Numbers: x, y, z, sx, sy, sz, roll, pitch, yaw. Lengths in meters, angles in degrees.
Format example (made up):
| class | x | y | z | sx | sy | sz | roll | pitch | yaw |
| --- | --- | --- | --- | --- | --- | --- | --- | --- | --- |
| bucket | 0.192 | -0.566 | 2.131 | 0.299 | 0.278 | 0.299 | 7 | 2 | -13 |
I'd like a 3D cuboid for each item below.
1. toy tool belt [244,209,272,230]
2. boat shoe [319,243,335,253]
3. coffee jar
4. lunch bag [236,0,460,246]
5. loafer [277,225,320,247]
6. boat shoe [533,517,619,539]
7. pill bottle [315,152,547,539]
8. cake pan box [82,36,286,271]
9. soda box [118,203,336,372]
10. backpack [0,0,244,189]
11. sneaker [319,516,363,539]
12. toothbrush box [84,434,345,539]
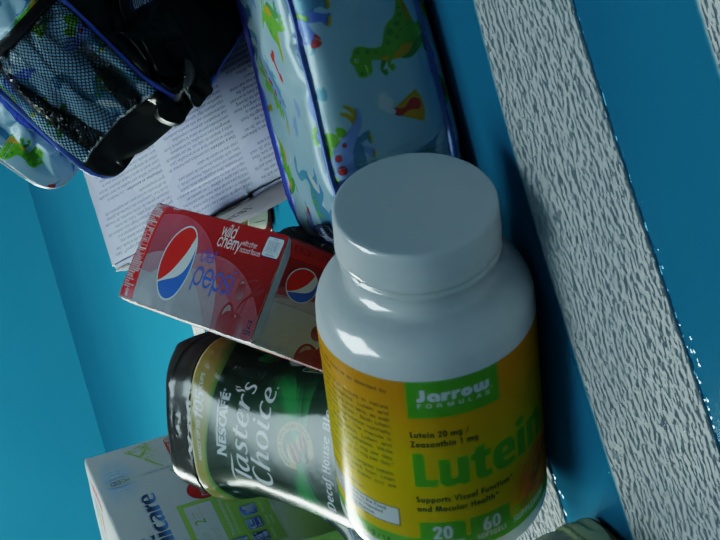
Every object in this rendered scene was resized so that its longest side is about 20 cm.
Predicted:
| class | x | y | z | sx | sy | sz | roll | pitch | yaw |
| --- | --- | --- | --- | --- | --- | --- | --- | --- | --- |
| toy tool belt | -0.150 | -0.106 | 2.053 | 0.125 | 0.123 | 0.200 | 171 | 82 | -78 |
| boat shoe | 0.006 | 0.002 | 1.657 | 0.202 | 0.075 | 0.075 | -145 | 69 | -78 |
| coffee jar | -0.028 | 0.093 | 1.654 | 0.200 | 0.085 | 0.104 | 9 | 107 | 45 |
| lunch bag | -0.011 | -0.111 | 1.519 | 0.161 | 0.082 | 0.200 | -160 | 56 | -79 |
| loafer | -0.043 | 0.033 | 1.874 | 0.200 | 0.072 | 0.073 | -135 | 32 | -65 |
| boat shoe | 0.114 | 0.171 | 1.353 | 0.200 | 0.066 | 0.074 | -164 | 58 | -76 |
| pill bottle | 0.035 | 0.043 | 1.431 | 0.111 | 0.111 | 0.200 | -120 | 17 | -48 |
| cake pan box | -0.100 | -0.117 | 1.704 | 0.200 | 0.052 | 0.184 | -28 | 74 | 33 |
| soda box | -0.062 | 0.009 | 1.582 | 0.200 | 0.070 | 0.063 | 16 | 86 | 63 |
| backpack | -0.178 | -0.156 | 1.584 | 0.200 | 0.147 | 0.183 | 45 | -152 | -10 |
| sneaker | -0.012 | 0.107 | 1.737 | 0.074 | 0.081 | 0.200 | 25 | -143 | -60 |
| toothbrush box | -0.061 | 0.165 | 1.828 | 0.146 | 0.200 | 0.086 | -121 | 18 | -53 |
